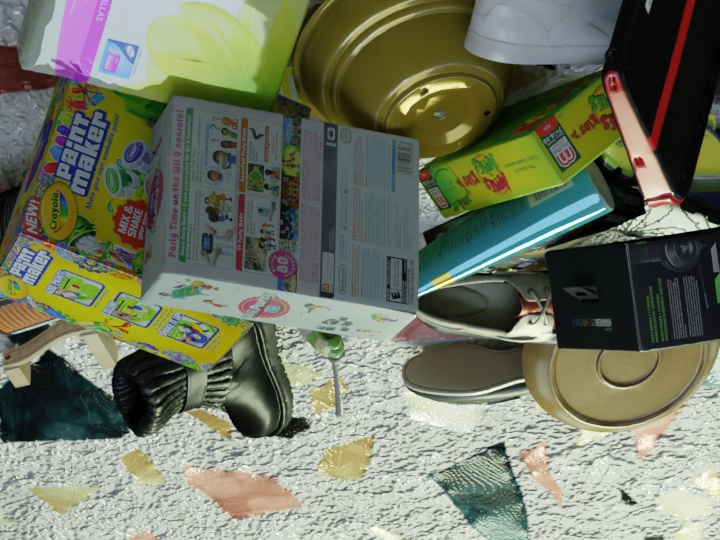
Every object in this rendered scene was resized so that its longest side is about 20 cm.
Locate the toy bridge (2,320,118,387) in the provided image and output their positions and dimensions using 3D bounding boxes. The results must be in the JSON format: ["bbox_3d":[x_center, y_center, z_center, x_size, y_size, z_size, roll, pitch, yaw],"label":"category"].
[{"bbox_3d":[-0.251,0.068,1.868,0.199,0.027,0.067,-11,142,9],"label":"toy bridge"}]

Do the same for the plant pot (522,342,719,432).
[{"bbox_3d":[0.254,0.081,1.856,0.199,0.028,0.201,-6,125,-8],"label":"plant pot"}]

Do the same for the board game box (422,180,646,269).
[{"bbox_3d":[0.154,-0.041,1.666,0.135,0.028,0.200,-25,167,22],"label":"board game box"}]

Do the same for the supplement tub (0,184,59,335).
[{"bbox_3d":[-0.275,-0.016,1.678,0.199,0.123,0.123,-17,141,19],"label":"supplement tub"}]

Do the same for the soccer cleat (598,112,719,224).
[{"bbox_3d":[0.257,-0.111,1.648,0.200,0.065,0.084,24,108,-25],"label":"soccer cleat"}]

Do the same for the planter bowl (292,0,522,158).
[{"bbox_3d":[0.053,-0.148,1.521,0.200,0.084,0.201,-12,143,-9],"label":"planter bowl"}]

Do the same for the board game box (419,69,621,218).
[{"bbox_3d":[0.133,-0.100,1.536,0.048,0.102,0.200,55,157,-9],"label":"board game box"}]

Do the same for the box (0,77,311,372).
[{"bbox_3d":[-0.166,-0.057,1.529,0.192,0.201,0.122,21,152,-15],"label":"box"}]

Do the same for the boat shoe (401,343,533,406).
[{"bbox_3d":[0.142,0.107,1.909,0.199,0.067,0.057,-8,138,2],"label":"boat shoe"}]

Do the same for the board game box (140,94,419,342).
[{"bbox_3d":[-0.058,-0.038,1.457,0.199,0.148,0.064,10,155,-19],"label":"board game box"}]

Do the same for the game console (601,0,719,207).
[{"bbox_3d":[0.227,-0.167,1.449,0.031,0.201,0.177,1,146,29],"label":"game console"}]

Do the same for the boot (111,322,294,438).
[{"bbox_3d":[-0.152,0.118,1.834,0.158,0.079,0.212,-39,142,-26],"label":"boot"}]

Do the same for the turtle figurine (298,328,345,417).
[{"bbox_3d":[0.000,0.000,1.681,0.144,0.200,0.194,-36,-177,-19],"label":"turtle figurine"}]

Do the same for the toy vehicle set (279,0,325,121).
[{"bbox_3d":[-0.038,-0.156,1.585,0.124,0.027,0.200,-4,143,1],"label":"toy vehicle set"}]

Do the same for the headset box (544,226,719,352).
[{"bbox_3d":[0.274,0.014,1.671,0.199,0.093,0.174,-8,-179,-17],"label":"headset box"}]

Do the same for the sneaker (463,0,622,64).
[{"bbox_3d":[0.173,-0.220,1.472,0.200,0.074,0.116,-8,117,-38],"label":"sneaker"}]

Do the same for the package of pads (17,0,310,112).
[{"bbox_3d":[-0.140,-0.206,1.443,0.199,0.068,0.155,13,115,-20],"label":"package of pads"}]

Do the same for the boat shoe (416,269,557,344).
[{"bbox_3d":[0.144,0.032,1.783,0.199,0.071,0.063,4,-177,8],"label":"boat shoe"}]

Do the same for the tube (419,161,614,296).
[{"bbox_3d":[0.103,-0.027,1.543,0.200,0.077,0.050,-27,101,19],"label":"tube"}]
